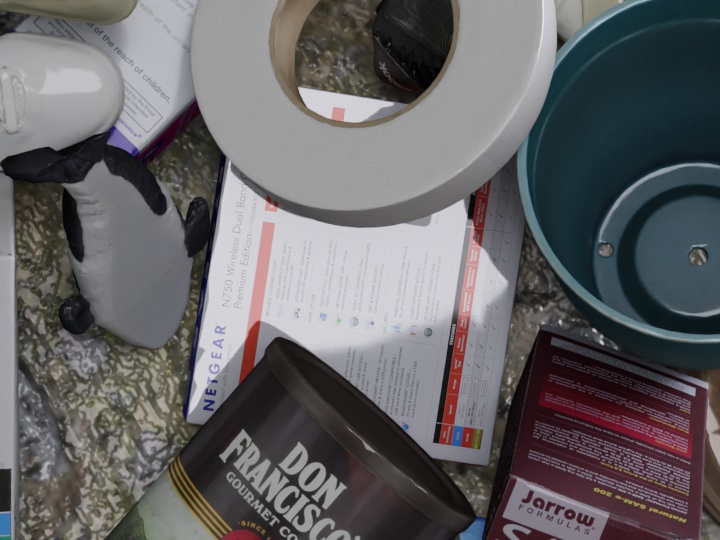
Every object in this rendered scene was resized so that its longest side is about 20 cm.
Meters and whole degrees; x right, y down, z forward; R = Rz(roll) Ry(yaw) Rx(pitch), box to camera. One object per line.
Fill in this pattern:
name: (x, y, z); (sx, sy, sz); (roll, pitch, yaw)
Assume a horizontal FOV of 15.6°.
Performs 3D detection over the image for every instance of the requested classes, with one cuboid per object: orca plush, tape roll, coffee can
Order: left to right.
orca plush: (-0.153, -0.028, 1.461); (0.071, 0.200, 0.105); (40, 89, 29)
coffee can: (-0.056, 0.159, 1.429); (0.146, 0.146, 0.200); (41, 95, 0)
tape roll: (0.006, -0.124, 1.421); (0.202, 0.037, 0.204); (-5, 73, 16)

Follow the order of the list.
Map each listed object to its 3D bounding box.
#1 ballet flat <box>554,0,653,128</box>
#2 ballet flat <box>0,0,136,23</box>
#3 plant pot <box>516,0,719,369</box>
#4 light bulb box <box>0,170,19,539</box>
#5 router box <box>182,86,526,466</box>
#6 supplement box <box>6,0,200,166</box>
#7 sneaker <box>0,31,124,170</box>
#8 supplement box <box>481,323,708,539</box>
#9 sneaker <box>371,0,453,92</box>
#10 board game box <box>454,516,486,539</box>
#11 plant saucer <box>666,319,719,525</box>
ballet flat: (0.138, -0.179, 1.585); (0.069, 0.069, 0.201); (-5, 80, -9)
ballet flat: (-0.203, -0.169, 1.437); (0.199, 0.069, 0.070); (15, 76, 33)
plant pot: (0.190, -0.032, 1.484); (0.199, 0.188, 0.201); (-2, 73, 5)
light bulb box: (-0.242, 0.064, 1.388); (0.124, 0.198, 0.201); (0, 104, -7)
router box: (0.000, 0.000, 1.517); (0.178, 0.049, 0.201); (9, 92, -7)
supplement box: (-0.104, -0.155, 1.520); (0.103, 0.101, 0.200); (43, 78, 0)
sneaker: (-0.228, -0.088, 1.415); (0.199, 0.088, 0.076); (-2, 96, 2)
supplement box: (0.132, 0.110, 1.460); (0.108, 0.200, 0.061); (20, 113, 1)
sneaker: (0.051, -0.125, 1.510); (0.090, 0.200, 0.067); (-35, 119, 13)
board game box: (0.131, 0.235, 1.493); (0.199, 0.097, 0.160); (11, 79, -6)
plant saucer: (0.281, 0.078, 1.576); (0.199, 0.029, 0.201); (2, 80, -8)
